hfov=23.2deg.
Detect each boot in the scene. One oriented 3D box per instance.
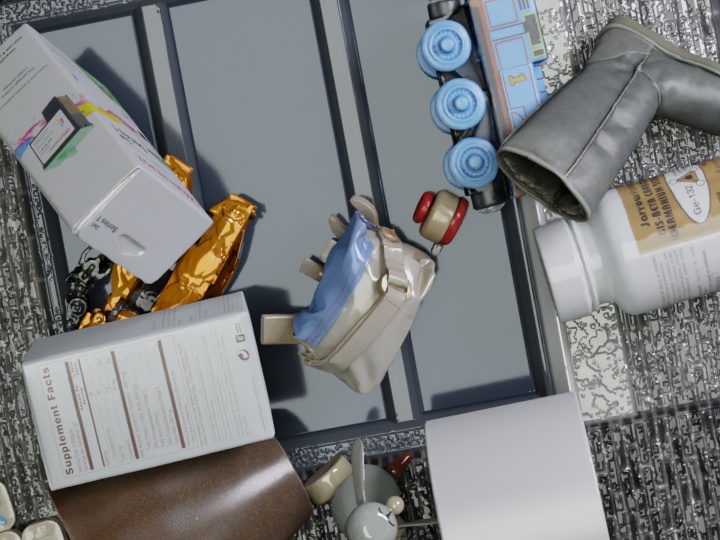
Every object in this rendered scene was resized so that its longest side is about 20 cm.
[{"bbox_3d":[0.237,-0.118,1.531,0.181,0.073,0.200,28,51,12],"label":"boot"}]

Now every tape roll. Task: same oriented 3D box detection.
[{"bbox_3d":[0.141,0.217,1.538,0.138,0.203,0.204,-12,92,3],"label":"tape roll"}]

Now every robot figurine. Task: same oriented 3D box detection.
[{"bbox_3d":[-0.185,0.004,1.621,0.145,0.058,0.201,31,94,2],"label":"robot figurine"}]

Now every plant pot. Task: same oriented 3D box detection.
[{"bbox_3d":[-0.149,0.229,1.582,0.199,0.187,0.188,-29,91,-10],"label":"plant pot"}]

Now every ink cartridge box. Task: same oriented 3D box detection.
[{"bbox_3d":[-0.237,-0.100,1.538,0.084,0.145,0.200,-43,62,4],"label":"ink cartridge box"}]

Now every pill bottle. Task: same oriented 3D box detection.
[{"bbox_3d":[0.260,-0.024,1.561,0.199,0.114,0.115,-17,92,4],"label":"pill bottle"}]

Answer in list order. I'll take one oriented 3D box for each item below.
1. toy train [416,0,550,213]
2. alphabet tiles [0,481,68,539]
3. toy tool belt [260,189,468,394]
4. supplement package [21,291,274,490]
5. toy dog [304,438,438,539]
[{"bbox_3d":[0.120,-0.156,1.581,0.114,0.087,0.201,-14,92,-2],"label":"toy train"},{"bbox_3d":[-0.365,0.307,1.669,0.199,0.015,0.197,-17,92,4],"label":"alphabet tiles"},{"bbox_3d":[0.000,0.000,1.576,0.122,0.125,0.201,27,97,-4],"label":"toy tool belt"},{"bbox_3d":[-0.185,0.103,1.541,0.199,0.117,0.118,-13,100,-3],"label":"supplement package"},{"bbox_3d":[0.022,0.204,1.563,0.096,0.200,0.132,-44,115,-6],"label":"toy dog"}]
